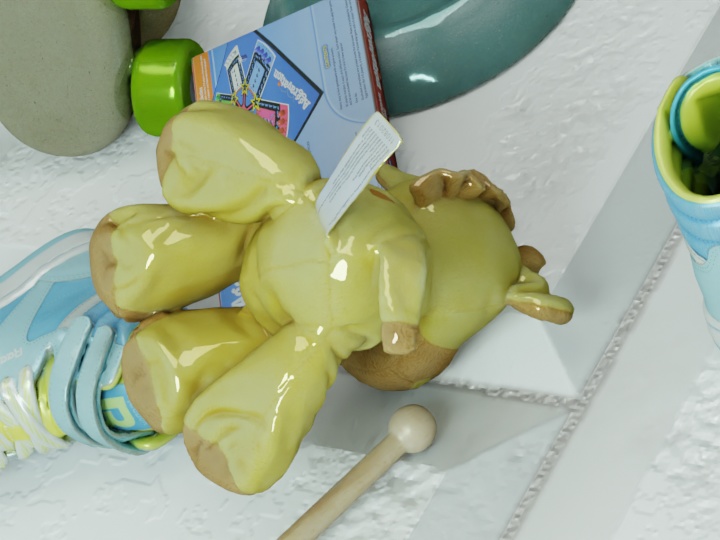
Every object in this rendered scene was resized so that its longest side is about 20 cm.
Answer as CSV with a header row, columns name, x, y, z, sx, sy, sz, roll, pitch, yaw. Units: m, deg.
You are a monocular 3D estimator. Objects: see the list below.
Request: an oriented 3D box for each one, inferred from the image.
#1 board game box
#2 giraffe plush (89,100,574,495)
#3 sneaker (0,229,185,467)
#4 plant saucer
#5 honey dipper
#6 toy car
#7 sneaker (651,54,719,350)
name,x,y,z,sx,sy,sz,roll,pitch,yaw
board game box,-0.032,-0.055,1.348,0.102,0.019,0.201,-21,48,14
giraffe plush,0.000,0.000,1.194,0.200,0.162,0.174,-34,68,33
sneaker,-0.163,0.067,1.261,0.200,0.080,0.130,-42,39,-16
plant saucer,0.029,-0.166,1.451,0.199,0.036,0.201,-16,40,14
honey dipper,-0.036,0.130,1.168,0.200,0.038,0.038,-41,40,-22
toy car,-0.154,-0.176,1.494,0.163,0.159,0.200,1,34,17
sneaker,0.192,-0.071,1.173,0.079,0.131,0.201,-4,44,29
